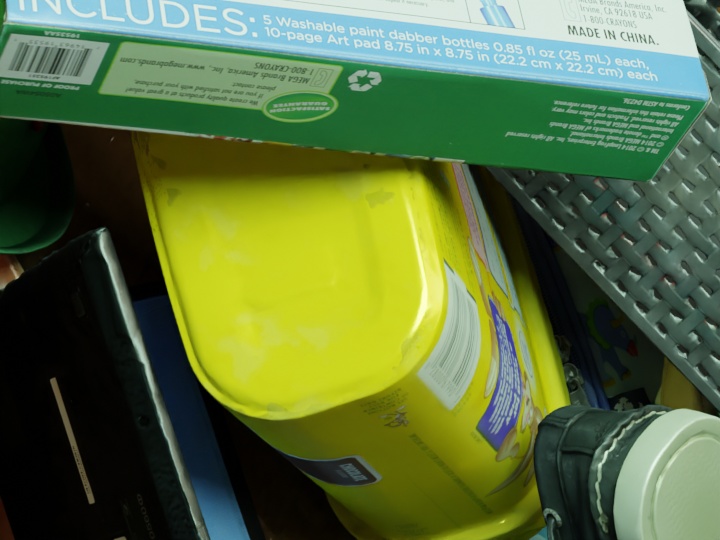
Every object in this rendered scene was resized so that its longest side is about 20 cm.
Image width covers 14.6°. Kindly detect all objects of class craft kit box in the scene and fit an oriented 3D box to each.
[{"bbox_3d":[-0.018,-0.122,0.779,0.199,0.049,0.198,5,56,-22],"label":"craft kit box"}]

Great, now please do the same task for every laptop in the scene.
[{"bbox_3d":[-0.034,0.080,0.754,0.103,0.200,0.178,-18,86,-26],"label":"laptop"}]

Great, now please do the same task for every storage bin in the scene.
[{"bbox_3d":[0.147,-0.028,0.906,0.200,0.094,0.135,45,37,1],"label":"storage bin"}]

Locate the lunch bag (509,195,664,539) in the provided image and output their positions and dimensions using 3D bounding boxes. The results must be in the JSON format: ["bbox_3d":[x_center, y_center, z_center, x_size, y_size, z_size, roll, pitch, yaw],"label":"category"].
[{"bbox_3d":[0.106,0.042,1.067,0.200,0.082,0.162,9,56,-54],"label":"lunch bag"}]

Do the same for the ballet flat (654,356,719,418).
[{"bbox_3d":[0.131,0.028,0.968,0.068,0.063,0.201,29,40,-16],"label":"ballet flat"}]

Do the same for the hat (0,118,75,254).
[{"bbox_3d":[-0.084,-0.130,0.795,0.165,0.176,0.201,38,22,-36],"label":"hat"}]

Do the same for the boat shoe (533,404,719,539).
[{"bbox_3d":[0.098,0.119,0.890,0.075,0.066,0.200,-48,133,-26],"label":"boat shoe"}]

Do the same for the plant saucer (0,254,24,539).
[{"bbox_3d":[-0.154,0.032,0.744,0.200,0.032,0.201,36,40,-37],"label":"plant saucer"}]

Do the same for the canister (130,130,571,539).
[{"bbox_3d":[0.000,0.000,0.864,0.200,0.086,0.149,50,24,-68],"label":"canister"}]
